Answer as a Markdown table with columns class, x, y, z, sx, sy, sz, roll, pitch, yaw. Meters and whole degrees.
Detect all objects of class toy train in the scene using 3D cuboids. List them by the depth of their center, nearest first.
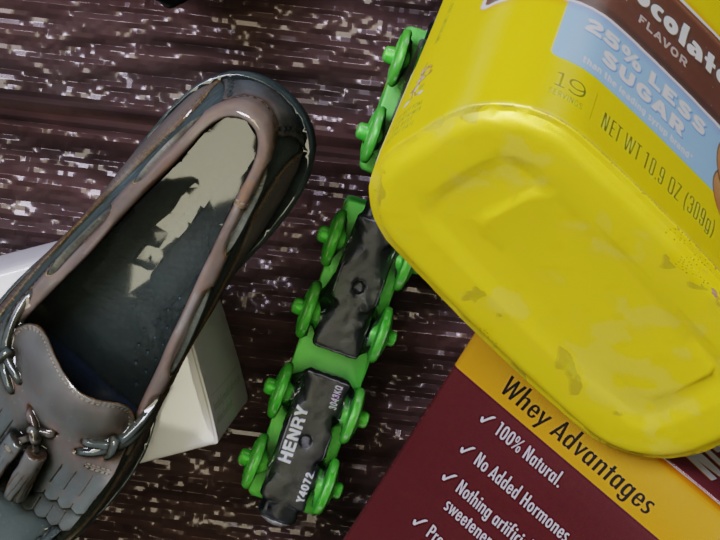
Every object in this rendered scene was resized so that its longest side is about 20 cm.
| class | x | y | z | sx | sy | sz | roll | pitch | yaw |
| --- | --- | --- | --- | --- | --- | --- | --- | --- | --- |
| toy train | 0.000 | 0.000 | 0.810 | 0.042 | 0.056 | 0.200 | 19 | 95 | -4 |

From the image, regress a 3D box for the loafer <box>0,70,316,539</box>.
| class | x | y | z | sx | sy | sz | roll | pitch | yaw |
| --- | --- | --- | --- | --- | --- | --- | --- | --- | --- |
| loafer | -0.088 | 0.019 | 0.707 | 0.072 | 0.063 | 0.200 | 33 | 95 | 0 |

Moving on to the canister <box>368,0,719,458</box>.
| class | x | y | z | sx | sy | sz | roll | pitch | yaw |
| --- | --- | --- | --- | --- | --- | --- | --- | --- | --- |
| canister | 0.088 | -0.058 | 0.673 | 0.149 | 0.200 | 0.086 | 43 | 132 | -21 |

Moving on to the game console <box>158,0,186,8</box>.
| class | x | y | z | sx | sy | sz | roll | pitch | yaw |
| --- | --- | --- | --- | --- | --- | --- | --- | --- | --- |
| game console | -0.074 | -0.205 | 0.737 | 0.116 | 0.176 | 0.200 | -31 | 92 | 5 |

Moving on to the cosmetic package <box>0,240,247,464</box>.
| class | x | y | z | sx | sy | sz | roll | pitch | yaw |
| --- | --- | --- | --- | --- | --- | --- | --- | --- | --- |
| cosmetic package | -0.151 | 0.042 | 0.797 | 0.199 | 0.108 | 0.085 | -14 | 94 | 6 |

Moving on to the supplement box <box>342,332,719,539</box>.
| class | x | y | z | sx | sy | sz | roll | pitch | yaw |
| --- | --- | --- | --- | --- | --- | --- | --- | --- | --- |
| supplement box | 0.090 | 0.146 | 0.727 | 0.197 | 0.133 | 0.200 | 40 | 110 | 23 |
